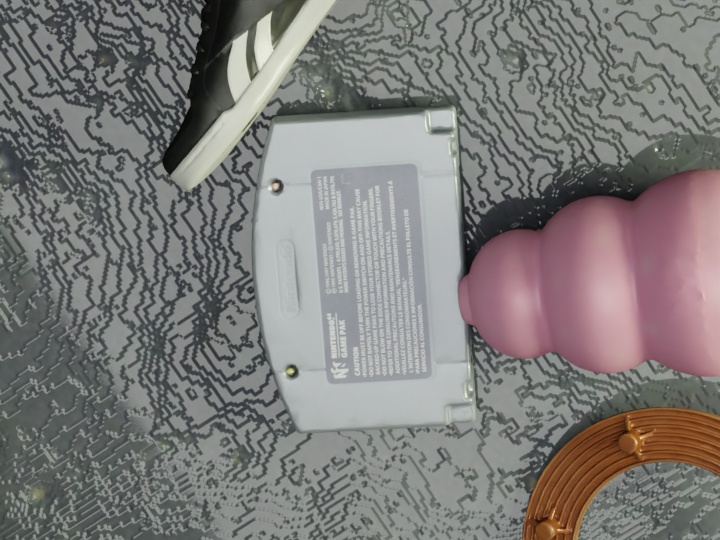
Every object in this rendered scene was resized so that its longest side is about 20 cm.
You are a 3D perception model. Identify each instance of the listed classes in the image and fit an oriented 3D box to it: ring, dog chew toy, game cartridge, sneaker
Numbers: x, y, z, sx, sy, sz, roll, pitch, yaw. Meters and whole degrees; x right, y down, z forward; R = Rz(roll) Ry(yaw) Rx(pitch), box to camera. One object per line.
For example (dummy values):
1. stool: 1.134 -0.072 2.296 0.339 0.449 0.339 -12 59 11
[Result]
1. ring: 0.194 0.183 1.609 0.200 0.019 0.201 5 104 22
2. dog chew toy: 0.158 0.007 1.553 0.200 0.125 0.125 -7 102 12
3. game cartridge: 0.000 0.000 1.603 0.133 0.041 0.200 -4 102 1
4. sneaker: -0.085 -0.157 1.560 0.112 0.073 0.200 36 94 -1
